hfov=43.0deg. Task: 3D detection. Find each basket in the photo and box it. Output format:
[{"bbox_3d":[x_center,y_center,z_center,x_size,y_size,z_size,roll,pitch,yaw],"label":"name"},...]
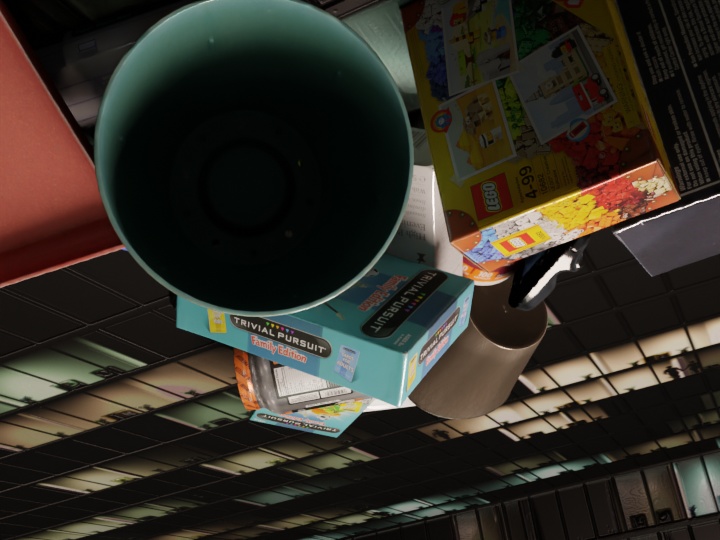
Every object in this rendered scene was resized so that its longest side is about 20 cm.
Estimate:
[{"bbox_3d":[0.162,0.098,1.230,0.178,0.138,0.201,-2,151,-18],"label":"basket"}]

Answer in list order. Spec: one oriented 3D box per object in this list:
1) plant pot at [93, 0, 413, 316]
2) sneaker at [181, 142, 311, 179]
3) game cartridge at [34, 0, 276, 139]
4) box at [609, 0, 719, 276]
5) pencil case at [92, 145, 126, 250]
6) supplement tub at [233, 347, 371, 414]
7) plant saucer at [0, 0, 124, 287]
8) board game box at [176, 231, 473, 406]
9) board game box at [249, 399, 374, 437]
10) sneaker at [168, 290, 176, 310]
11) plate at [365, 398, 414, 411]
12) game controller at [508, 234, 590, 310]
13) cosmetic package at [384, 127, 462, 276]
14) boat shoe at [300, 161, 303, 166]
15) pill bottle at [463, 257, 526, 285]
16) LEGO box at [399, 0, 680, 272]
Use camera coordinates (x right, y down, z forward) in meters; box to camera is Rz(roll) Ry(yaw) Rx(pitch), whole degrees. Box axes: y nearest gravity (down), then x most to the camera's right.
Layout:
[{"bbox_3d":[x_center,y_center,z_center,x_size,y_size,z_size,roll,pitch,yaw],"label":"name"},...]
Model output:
[{"bbox_3d":[-0.076,-0.068,0.644,0.198,0.204,0.161,-5,177,-10],"label":"plant pot"},{"bbox_3d":[-0.128,-0.091,0.791,0.197,0.084,0.072,10,-169,23],"label":"sneaker"},{"bbox_3d":[-0.134,-0.154,0.701,0.197,0.039,0.130,-14,151,11],"label":"game cartridge"},{"bbox_3d":[0.275,-0.131,0.698,0.196,0.203,0.123,-20,154,24],"label":"box"},{"bbox_3d":[-0.249,-0.060,0.746,0.197,0.088,0.078,3,-161,11],"label":"pencil case"},{"bbox_3d":[-0.059,0.117,1.194,0.197,0.124,0.123,-10,155,3],"label":"supplement tub"},{"bbox_3d":[-0.275,-0.088,0.660,0.197,0.037,0.202,-14,116,27],"label":"plant saucer"},{"bbox_3d":[-0.026,0.026,0.751,0.198,0.048,0.151,16,-153,21],"label":"board game box"},{"bbox_3d":[-0.073,0.191,1.393,0.149,0.047,0.200,14,149,-14],"label":"board game box"},{"bbox_3d":[-0.129,0.011,0.954,0.090,0.077,0.198,10,174,-44],"label":"sneaker"},{"bbox_3d":[0.077,0.178,1.478,0.197,0.033,0.201,-6,155,-8],"label":"plate"},{"bbox_3d":[0.194,-0.027,0.932,0.104,0.042,0.200,-42,-175,24],"label":"game controller"},{"bbox_3d":[0.038,-0.028,0.838,0.101,0.074,0.202,13,126,25],"label":"cosmetic package"},{"bbox_3d":[-0.057,-0.082,0.842,0.070,0.064,0.201,-7,155,-4],"label":"boat shoe"},{"bbox_3d":[0.141,-0.077,0.862,0.113,0.116,0.200,-1,154,-17],"label":"pill bottle"},{"bbox_3d":[0.123,-0.123,0.659,0.148,0.202,0.077,-21,153,23],"label":"LEGO box"}]
